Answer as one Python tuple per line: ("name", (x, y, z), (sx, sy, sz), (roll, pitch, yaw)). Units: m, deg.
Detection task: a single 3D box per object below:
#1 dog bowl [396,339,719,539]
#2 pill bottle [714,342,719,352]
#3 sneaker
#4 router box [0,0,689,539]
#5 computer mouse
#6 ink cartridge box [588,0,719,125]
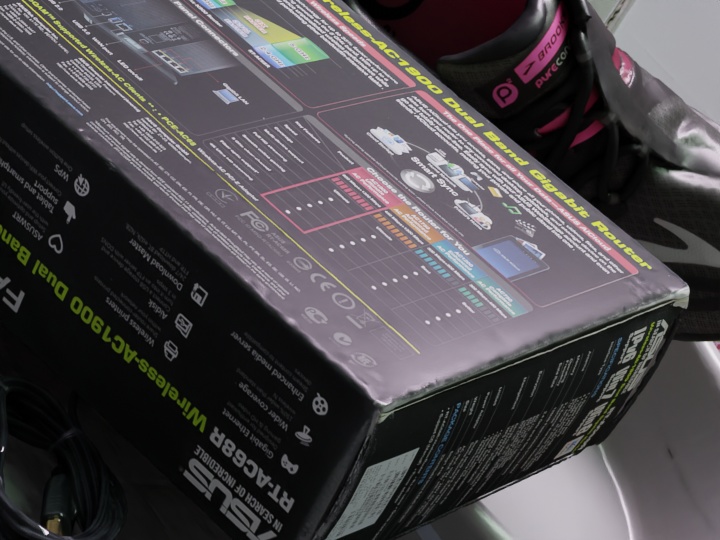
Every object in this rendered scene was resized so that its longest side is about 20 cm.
("dog bowl", (0.049, 0.050, 0.869), (0.199, 0.059, 0.201), (30, 38, -26))
("pill bottle", (0.150, 0.054, 1.193), (0.114, 0.114, 0.200), (37, 5, -42))
("sneaker", (0.051, -0.048, 0.831), (0.200, 0.077, 0.084), (38, 2, -1))
("router box", (-0.031, -0.018, 0.749), (0.200, 0.062, 0.150), (41, 32, 22))
("computer mouse", (-0.073, 0.032, 0.736), (0.058, 0.034, 0.200), (29, 22, -6))
("ink cartridge box", (0.075, -0.056, 1.000), (0.146, 0.083, 0.200), (42, -12, -31))
